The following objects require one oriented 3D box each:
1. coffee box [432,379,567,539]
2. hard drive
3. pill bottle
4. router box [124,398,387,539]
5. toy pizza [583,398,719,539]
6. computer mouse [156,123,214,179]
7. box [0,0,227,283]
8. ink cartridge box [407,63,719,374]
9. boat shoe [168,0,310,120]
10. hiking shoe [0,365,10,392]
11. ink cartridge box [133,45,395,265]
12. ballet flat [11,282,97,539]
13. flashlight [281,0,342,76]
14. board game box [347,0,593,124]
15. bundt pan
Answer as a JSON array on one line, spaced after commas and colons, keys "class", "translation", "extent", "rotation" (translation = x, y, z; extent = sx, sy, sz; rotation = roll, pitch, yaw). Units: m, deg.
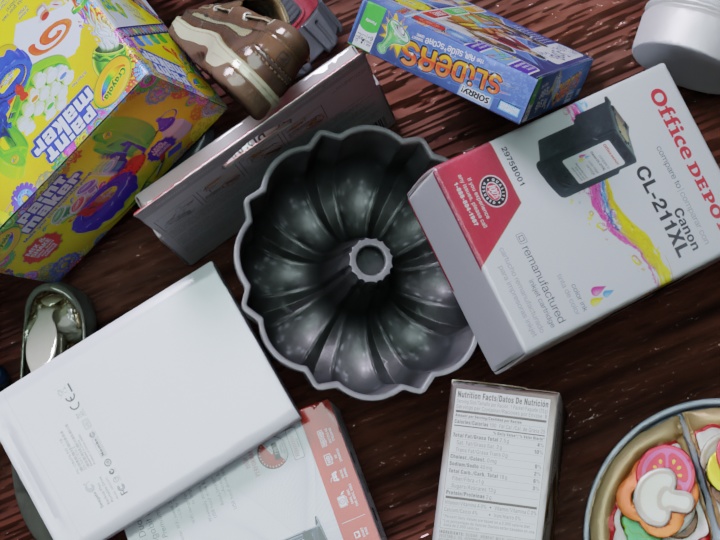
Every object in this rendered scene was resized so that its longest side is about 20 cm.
[{"class": "coffee box", "translation": [0.095, 0.188, 1.170], "extent": [0.079, 0.114, 0.203], "rotation": [6, 78, 10]}, {"class": "hard drive", "translation": [-0.159, 0.102, 1.214], "extent": [0.199, 0.027, 0.133], "rotation": [-31, 82, 1]}, {"class": "pill bottle", "translation": [0.273, -0.241, 1.232], "extent": [0.113, 0.114, 0.202], "rotation": [19, 81, 12]}, {"class": "router box", "translation": [-0.066, 0.223, 1.220], "extent": [0.178, 0.049, 0.202], "rotation": [-23, 76, 3]}, {"class": "toy pizza", "translation": [0.258, 0.191, 1.186], "extent": [0.197, 0.032, 0.203], "rotation": [-2, 78, 8]}, {"class": "computer mouse", "translation": [-0.171, -0.163, 1.320], "extent": [0.199, 0.046, 0.141], "rotation": [32, 93, 24]}, {"class": "box", "translation": [-0.245, -0.132, 1.254], "extent": [0.200, 0.122, 0.193], "rotation": [-43, 69, 13]}, {"class": "ink cartridge box", "translation": [0.156, -0.039, 1.185], "extent": [0.198, 0.083, 0.147], "rotation": [-25, 83, -17]}, {"class": "boat shoe", "translation": [-0.080, -0.164, 1.201], "extent": [0.075, 0.202, 0.075], "rotation": [-47, 118, 1]}, {"class": "hiking shoe", "translation": [-0.306, 0.035, 1.225], "extent": [0.074, 0.200, 0.087], "rotation": [35, 79, 35]}, {"class": "ink cartridge box", "translation": [-0.075, -0.093, 1.223], "extent": [0.199, 0.176, 0.045], "rotation": [-35, 76, 0]}, {"class": "ballet flat", "translation": [-0.238, 0.108, 1.264], "extent": [0.066, 0.064, 0.203], "rotation": [-1, 78, 9]}, {"class": "flashlight", "translation": [-0.099, -0.238, 1.267], "extent": [0.067, 0.068, 0.200], "rotation": [-31, 111, 31]}, {"class": "board game box", "translation": [0.085, -0.158, 1.203], "extent": [0.134, 0.200, 0.035], "rotation": [27, 108, 13]}, {"class": "bundt pan", "translation": [0.000, 0.000, 1.224], "extent": [0.199, 0.076, 0.205], "rotation": [3, 78, -12]}]
